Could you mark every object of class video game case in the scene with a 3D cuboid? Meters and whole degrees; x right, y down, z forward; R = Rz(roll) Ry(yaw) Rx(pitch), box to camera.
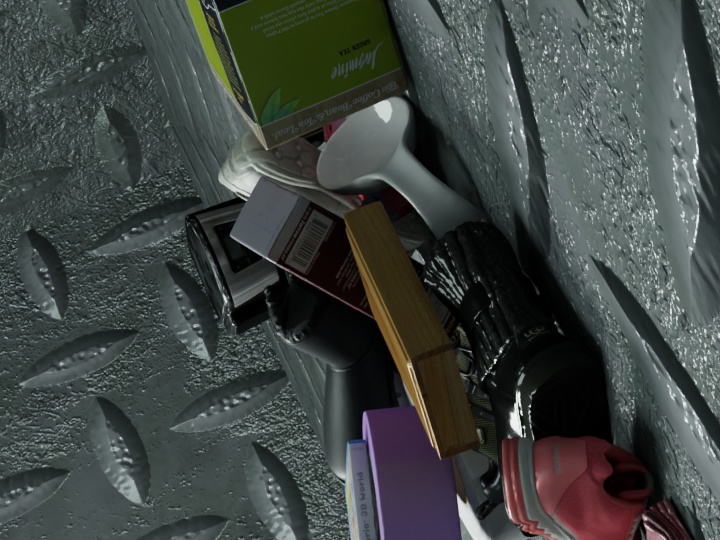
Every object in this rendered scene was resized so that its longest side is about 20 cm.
[{"bbox_3d":[0.006,0.261,1.716,0.143,0.018,0.202,94,170,-66],"label":"video game case"}]

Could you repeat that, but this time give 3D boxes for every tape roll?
[{"bbox_3d":[0.044,0.215,1.700,0.200,0.065,0.202,175,90,-87],"label":"tape roll"},{"bbox_3d":[0.105,0.150,1.813,0.202,0.070,0.204,157,90,-83],"label":"tape roll"}]

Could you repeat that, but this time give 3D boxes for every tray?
[{"bbox_3d":[0.036,0.042,1.531,0.201,0.037,0.099,-113,5,-55],"label":"tray"}]

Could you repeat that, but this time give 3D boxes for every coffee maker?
[{"bbox_3d":[-0.057,-0.021,1.939,0.193,0.198,0.135,77,168,-55],"label":"coffee maker"}]

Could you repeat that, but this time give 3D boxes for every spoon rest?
[{"bbox_3d":[0.025,-0.084,1.625,0.061,0.099,0.200,46,178,-36],"label":"spoon rest"}]

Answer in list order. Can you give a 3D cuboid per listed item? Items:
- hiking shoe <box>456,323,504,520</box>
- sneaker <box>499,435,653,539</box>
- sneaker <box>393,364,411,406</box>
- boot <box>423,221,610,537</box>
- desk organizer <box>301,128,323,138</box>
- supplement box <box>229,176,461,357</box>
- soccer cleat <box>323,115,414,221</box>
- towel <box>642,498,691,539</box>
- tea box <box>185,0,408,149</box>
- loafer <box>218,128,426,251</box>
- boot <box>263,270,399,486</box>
[{"bbox_3d":[0.096,0.093,1.578,0.076,0.100,0.202,-154,41,-78],"label":"hiking shoe"},{"bbox_3d":[0.169,0.165,1.398,0.200,0.086,0.074,39,-138,-54],"label":"sneaker"},{"bbox_3d":[0.072,0.131,1.965,0.199,0.077,0.141,18,-98,-51],"label":"sneaker"},{"bbox_3d":[0.112,0.079,1.483,0.158,0.079,0.212,52,155,38],"label":"boot"},{"bbox_3d":[-0.070,-0.224,1.924,0.077,0.071,0.201,78,166,-49],"label":"desk organizer"},{"bbox_3d":[0.000,0.000,1.687,0.199,0.061,0.109,30,180,-24],"label":"supplement box"},{"bbox_3d":[-0.008,-0.125,1.751,0.067,0.076,0.201,79,166,-60],"label":"soccer cleat"},{"bbox_3d":[0.242,0.266,1.364,0.144,0.023,0.201,77,167,-58],"label":"towel"},{"bbox_3d":[-0.073,-0.237,1.654,0.200,0.133,0.198,-126,15,-60],"label":"tea box"},{"bbox_3d":[-0.032,-0.064,1.782,0.199,0.070,0.070,26,-134,-25],"label":"loafer"},{"bbox_3d":[-0.028,0.083,1.823,0.168,0.076,0.202,33,-123,-57],"label":"boot"}]
